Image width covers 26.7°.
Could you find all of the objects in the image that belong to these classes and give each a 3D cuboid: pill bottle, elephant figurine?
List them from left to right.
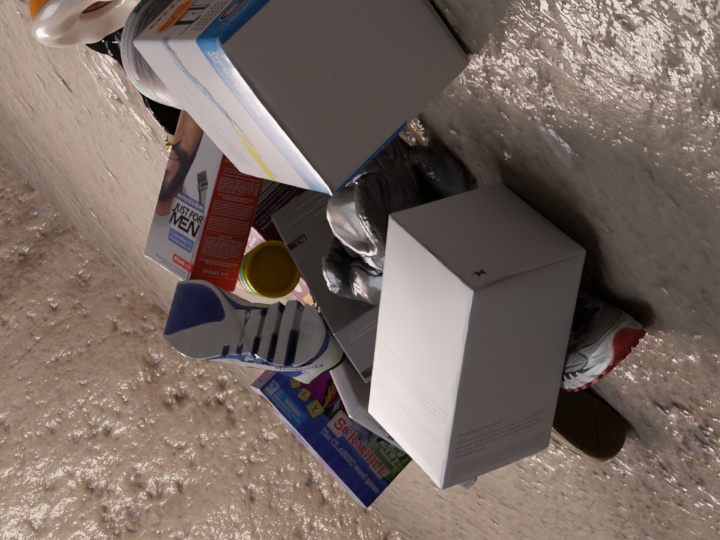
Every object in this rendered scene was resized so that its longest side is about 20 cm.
[{"bbox_3d":[-0.137,-0.198,1.384,0.113,0.113,0.200,51,166,-26],"label":"pill bottle"},{"bbox_3d":[0.018,-0.064,1.300,0.154,0.142,0.201,5,142,10],"label":"elephant figurine"}]

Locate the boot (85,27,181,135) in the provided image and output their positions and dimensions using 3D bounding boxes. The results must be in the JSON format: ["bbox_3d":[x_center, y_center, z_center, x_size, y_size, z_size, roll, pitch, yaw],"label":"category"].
[{"bbox_3d":[-0.264,-0.251,1.715,0.162,0.073,0.199,24,148,53],"label":"boot"}]

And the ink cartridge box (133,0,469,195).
[{"bbox_3d":[-0.050,-0.165,1.137,0.145,0.147,0.200,50,166,-23],"label":"ink cartridge box"}]

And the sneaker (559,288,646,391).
[{"bbox_3d":[0.163,0.043,1.275,0.082,0.078,0.200,54,163,-20],"label":"sneaker"}]

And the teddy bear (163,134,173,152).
[{"bbox_3d":[-0.183,-0.117,1.928,0.144,0.067,0.201,13,140,50],"label":"teddy bear"}]

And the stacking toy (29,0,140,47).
[{"bbox_3d":[-0.295,-0.338,1.509,0.201,0.145,0.146,63,168,6],"label":"stacking toy"}]

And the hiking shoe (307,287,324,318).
[{"bbox_3d":[0.037,0.038,1.529,0.200,0.101,0.076,36,159,34],"label":"hiking shoe"}]

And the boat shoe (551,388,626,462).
[{"bbox_3d":[0.171,0.122,1.504,0.200,0.071,0.065,42,166,10],"label":"boat shoe"}]

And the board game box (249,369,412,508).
[{"bbox_3d":[0.007,0.136,1.778,0.200,0.200,0.041,48,166,-17],"label":"board game box"}]

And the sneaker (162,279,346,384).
[{"bbox_3d":[-0.094,0.072,1.519,0.198,0.081,0.115,10,166,33],"label":"sneaker"}]

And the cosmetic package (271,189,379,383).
[{"bbox_3d":[0.000,0.000,1.468,0.090,0.106,0.200,57,180,-40],"label":"cosmetic package"}]

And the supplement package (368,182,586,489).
[{"bbox_3d":[0.090,0.052,1.228,0.117,0.116,0.201,44,139,42],"label":"supplement package"}]

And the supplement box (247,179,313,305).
[{"bbox_3d":[-0.086,-0.054,1.735,0.200,0.086,0.110,46,168,-1],"label":"supplement box"}]

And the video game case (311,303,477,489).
[{"bbox_3d":[0.032,0.134,1.648,0.182,0.024,0.200,35,-164,-32],"label":"video game case"}]

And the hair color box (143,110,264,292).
[{"bbox_3d":[-0.157,-0.092,1.596,0.064,0.202,0.111,10,-170,-36],"label":"hair color box"}]

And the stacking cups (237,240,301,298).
[{"bbox_3d":[-0.112,-0.002,1.653,0.061,0.061,0.200,47,171,-9],"label":"stacking cups"}]
